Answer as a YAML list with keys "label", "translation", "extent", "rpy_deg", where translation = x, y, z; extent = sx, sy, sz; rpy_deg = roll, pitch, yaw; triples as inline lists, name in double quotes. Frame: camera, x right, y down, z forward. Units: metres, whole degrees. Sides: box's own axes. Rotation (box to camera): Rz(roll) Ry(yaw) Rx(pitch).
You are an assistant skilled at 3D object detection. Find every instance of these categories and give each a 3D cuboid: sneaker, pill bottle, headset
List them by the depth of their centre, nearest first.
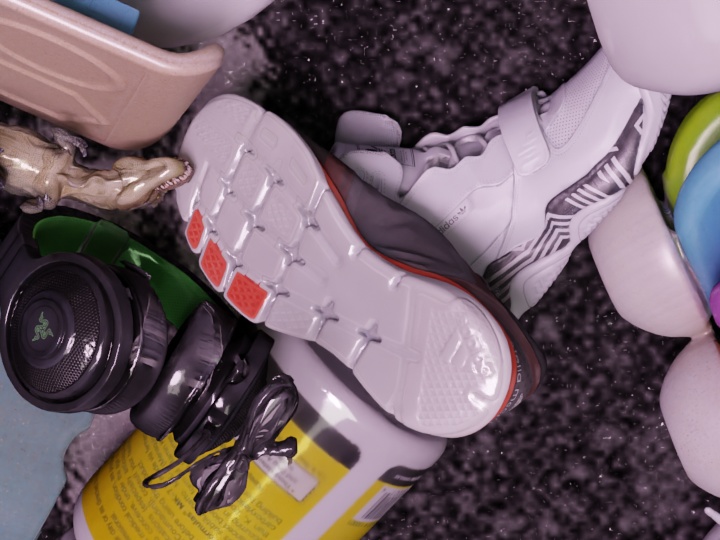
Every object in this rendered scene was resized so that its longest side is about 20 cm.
- label: "headset"
  translation: [-0.082, 0.028, 0.918]
  extent: [0.123, 0.200, 0.094]
  rpy_deg: [24, 112, -33]
- label: "sneaker"
  translation: [0.000, 0.000, 0.951]
  extent: [0.200, 0.082, 0.077]
  rpy_deg: [45, 113, 23]
- label: "sneaker"
  translation: [0.053, -0.050, 1.002]
  extent: [0.115, 0.075, 0.200]
  rpy_deg: [31, 110, -12]
- label: "pill bottle"
  translation: [-0.063, 0.111, 1.043]
  extent: [0.114, 0.114, 0.200]
  rpy_deg: [40, 105, -12]

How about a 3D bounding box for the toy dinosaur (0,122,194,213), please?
- label: "toy dinosaur"
  translation: [-0.174, -0.059, 0.938]
  extent: [0.199, 0.088, 0.048]
  rpy_deg: [20, 92, 6]

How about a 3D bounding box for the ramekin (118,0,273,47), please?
- label: "ramekin"
  translation: [-0.087, -0.190, 0.909]
  extent: [0.199, 0.098, 0.201]
  rpy_deg: [11, 123, 16]

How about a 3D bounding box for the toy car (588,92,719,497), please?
- label: "toy car"
  translation: [0.202, 0.010, 0.970]
  extent: [0.174, 0.150, 0.201]
  rpy_deg: [-23, 91, 10]

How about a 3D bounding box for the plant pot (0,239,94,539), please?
- label: "plant pot"
  translation: [-0.228, 0.043, 0.989]
  extent: [0.195, 0.200, 0.201]
  rpy_deg: [27, 108, -16]

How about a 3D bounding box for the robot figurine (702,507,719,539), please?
- label: "robot figurine"
  translation: [0.223, 0.191, 1.066]
  extent: [0.169, 0.113, 0.201]
  rpy_deg: [-23, 109, -16]

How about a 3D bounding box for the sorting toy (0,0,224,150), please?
- label: "sorting toy"
  translation: [-0.161, -0.105, 0.899]
  extent: [0.199, 0.185, 0.037]
  rpy_deg: [18, 81, -10]

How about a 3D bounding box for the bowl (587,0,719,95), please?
- label: "bowl"
  translation: [0.185, -0.180, 0.913]
  extent: [0.199, 0.075, 0.201]
  rpy_deg: [-25, 117, -17]
